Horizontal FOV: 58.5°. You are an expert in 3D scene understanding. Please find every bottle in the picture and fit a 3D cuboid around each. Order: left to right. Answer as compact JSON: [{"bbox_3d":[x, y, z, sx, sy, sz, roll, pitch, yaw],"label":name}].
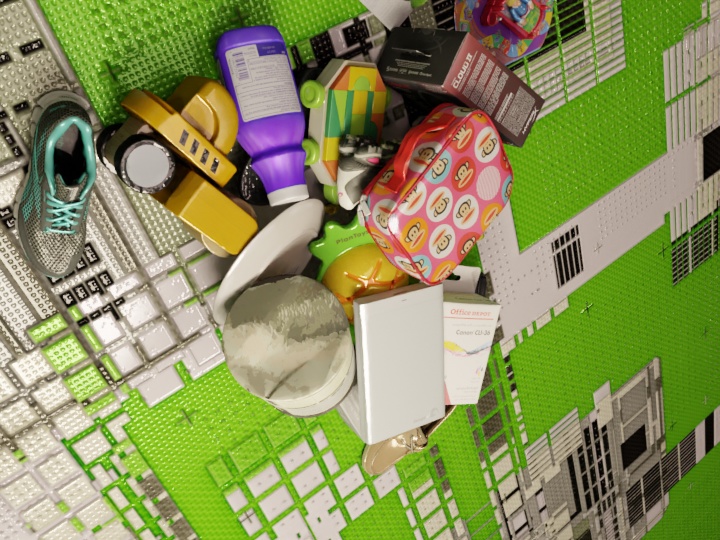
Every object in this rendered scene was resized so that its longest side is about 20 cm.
[{"bbox_3d":[-0.107,-0.177,0.747,0.083,0.065,0.201,-16,91,-19],"label":"bottle"}]

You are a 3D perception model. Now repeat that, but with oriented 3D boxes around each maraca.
[{"bbox_3d":[0.000,0.000,0.873,0.137,0.107,0.200,-23,137,-8],"label":"maraca"}]

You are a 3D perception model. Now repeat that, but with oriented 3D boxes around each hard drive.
[{"bbox_3d":[0.056,0.123,0.868,0.131,0.026,0.201,-13,110,-28],"label":"hard drive"}]

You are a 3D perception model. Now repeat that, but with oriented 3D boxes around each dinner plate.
[{"bbox_3d":[-0.106,-0.004,0.811,0.200,0.024,0.200,-48,168,-13],"label":"dinner plate"}]

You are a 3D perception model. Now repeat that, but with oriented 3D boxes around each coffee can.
[{"bbox_3d":[-0.080,0.103,0.812,0.146,0.146,0.200,-44,166,-11],"label":"coffee can"}]

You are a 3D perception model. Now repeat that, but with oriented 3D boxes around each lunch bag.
[{"bbox_3d":[0.093,-0.100,0.789,0.200,0.082,0.176,-50,134,-11],"label":"lunch bag"}]

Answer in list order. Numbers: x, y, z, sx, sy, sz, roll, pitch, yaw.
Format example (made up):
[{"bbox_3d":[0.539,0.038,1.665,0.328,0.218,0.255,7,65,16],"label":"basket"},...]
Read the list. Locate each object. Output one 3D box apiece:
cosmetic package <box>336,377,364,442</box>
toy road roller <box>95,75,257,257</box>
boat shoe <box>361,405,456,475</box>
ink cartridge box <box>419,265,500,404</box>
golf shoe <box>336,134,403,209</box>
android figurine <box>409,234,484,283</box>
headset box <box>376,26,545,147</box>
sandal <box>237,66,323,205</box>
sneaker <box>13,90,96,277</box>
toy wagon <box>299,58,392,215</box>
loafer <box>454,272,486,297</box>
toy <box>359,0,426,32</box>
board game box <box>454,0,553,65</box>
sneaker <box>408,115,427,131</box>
[{"bbox_3d":[0.045,0.158,1.015,0.200,0.090,0.107,-37,121,-14],"label":"cosmetic package"},{"bbox_3d":[-0.182,-0.125,0.725,0.146,0.123,0.200,-51,127,-6],"label":"toy road roller"},{"bbox_3d":[0.084,0.275,1.100,0.200,0.064,0.071,-47,127,-10],"label":"boat shoe"},{"bbox_3d":[0.134,0.095,0.959,0.116,0.067,0.201,4,103,-31],"label":"ink cartridge box"},{"bbox_3d":[0.046,-0.127,0.851,0.199,0.077,0.088,-4,115,-39],"label":"golf shoe"},{"bbox_3d":[0.086,-0.057,0.959,0.199,0.041,0.183,-19,127,-6],"label":"android figurine"},{"bbox_3d":[0.125,-0.250,0.862,0.200,0.148,0.075,23,95,-41],"label":"headset box"},{"bbox_3d":[-0.095,-0.167,0.823,0.075,0.048,0.201,40,72,-37],"label":"sandal"},{"bbox_3d":[-0.316,-0.083,0.673,0.077,0.091,0.201,-1,109,-33],"label":"sneaker"},{"bbox_3d":[-0.018,-0.169,0.839,0.155,0.039,0.201,-17,119,-51],"label":"toy wagon"},{"bbox_3d":[0.172,0.089,1.088,0.070,0.068,0.201,-3,115,-41],"label":"loafer"},{"bbox_3d":[0.018,-0.397,0.791,0.115,0.047,0.200,-44,141,18],"label":"toy"},{"bbox_3d":[0.228,-0.385,0.949,0.199,0.039,0.159,-29,122,-21],"label":"board game box"},{"bbox_3d":[0.158,-0.155,0.963,0.200,0.089,0.079,28,93,-38],"label":"sneaker"}]
